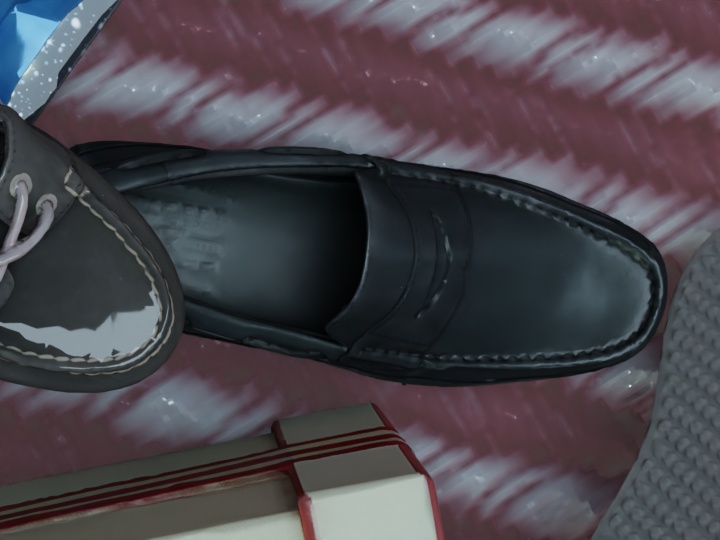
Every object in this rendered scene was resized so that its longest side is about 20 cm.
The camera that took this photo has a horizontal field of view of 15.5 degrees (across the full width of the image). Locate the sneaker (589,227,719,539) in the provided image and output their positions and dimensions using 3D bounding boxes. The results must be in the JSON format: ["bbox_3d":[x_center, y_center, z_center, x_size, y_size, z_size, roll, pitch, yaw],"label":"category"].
[{"bbox_3d":[0.128,0.091,0.786,0.114,0.072,0.201,49,52,-34],"label":"sneaker"}]

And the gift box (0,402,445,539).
[{"bbox_3d":[-0.038,0.148,0.736,0.186,0.185,0.201,-12,99,-3],"label":"gift box"}]

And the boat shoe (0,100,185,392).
[{"bbox_3d":[-0.128,-0.030,0.672,0.200,0.057,0.067,36,85,-13],"label":"boat shoe"}]

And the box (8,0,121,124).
[{"bbox_3d":[-0.151,-0.083,0.764,0.136,0.038,0.200,36,85,-12],"label":"box"}]

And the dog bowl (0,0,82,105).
[{"bbox_3d":[-0.126,-0.090,0.724,0.111,0.050,0.200,36,86,-13],"label":"dog bowl"}]

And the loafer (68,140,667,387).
[{"bbox_3d":[0.000,0.000,0.786,0.200,0.070,0.068,8,92,-13],"label":"loafer"}]
